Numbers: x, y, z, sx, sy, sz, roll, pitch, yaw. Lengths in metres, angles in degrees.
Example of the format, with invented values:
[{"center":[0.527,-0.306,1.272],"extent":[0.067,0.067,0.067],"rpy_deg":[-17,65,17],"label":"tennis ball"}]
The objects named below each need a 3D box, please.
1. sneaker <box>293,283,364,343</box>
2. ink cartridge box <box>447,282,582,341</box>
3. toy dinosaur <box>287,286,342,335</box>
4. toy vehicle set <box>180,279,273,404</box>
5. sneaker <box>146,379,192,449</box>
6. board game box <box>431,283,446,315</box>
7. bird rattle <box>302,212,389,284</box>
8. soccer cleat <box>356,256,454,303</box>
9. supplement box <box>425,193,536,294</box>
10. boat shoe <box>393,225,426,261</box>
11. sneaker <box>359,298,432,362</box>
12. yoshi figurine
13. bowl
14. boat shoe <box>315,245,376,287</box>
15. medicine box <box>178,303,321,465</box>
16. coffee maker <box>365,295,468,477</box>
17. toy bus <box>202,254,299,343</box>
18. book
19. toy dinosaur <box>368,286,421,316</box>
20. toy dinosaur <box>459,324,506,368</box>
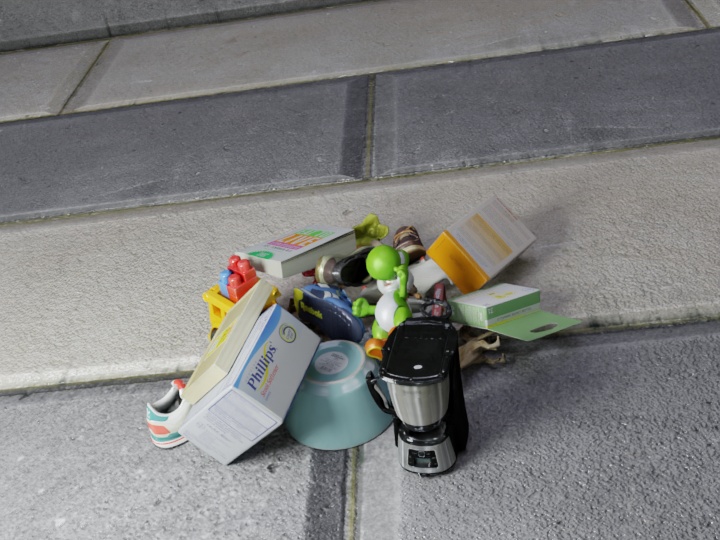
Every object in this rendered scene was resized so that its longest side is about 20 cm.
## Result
[{"center":[-0.043,0.069,1.711],"extent":[0.081,0.075,0.199],"rpy_deg":[-15,28,-31],"label":"sneaker"},{"center":[0.271,0.070,1.688],"extent":[0.144,0.049,0.199],"rpy_deg":[-15,14,-34],"label":"ink cartridge box"},{"center":[-0.089,0.079,1.849],"extent":[0.105,0.061,0.201],"rpy_deg":[13,27,-4],"label":"toy dinosaur"},{"center":[-0.219,0.116,1.575],"extent":[0.124,0.026,0.201],"rpy_deg":[-40,18,44],"label":"toy vehicle set"},{"center":[-0.276,0.221,1.633],"extent":[0.198,0.094,0.070],"rpy_deg":[-27,36,-23],"label":"sneaker"},{"center":[0.138,0.122,1.660],"extent":[0.019,0.104,0.201],"rpy_deg":[-5,34,13],"label":"board game box"},{"center":[-0.022,-0.028,1.908],"extent":[0.197,0.114,0.163],"rpy_deg":[-19,24,-17],"label":"bird rattle"},{"center":[0.088,0.031,1.851],"extent":[0.198,0.079,0.069],"rpy_deg":[-24,-4,3],"label":"soccer cleat"},{"center":[0.235,-0.048,1.848],"extent":[0.126,0.074,0.199],"rpy_deg":[48,47,9],"label":"supplement box"},{"center":[0.088,-0.051,1.875],"extent":[0.071,0.073,0.200],"rpy_deg":[-24,-4,8],"label":"boat shoe"},{"center":[0.037,0.102,1.708],"extent":[0.197,0.117,0.074],"rpy_deg":[-9,36,5],"label":"sneaker"},{"center":[0.043,0.040,1.607],"extent":[0.110,0.113,0.202],"rpy_deg":[4,55,-1],"label":"yoshi figurine"},{"center":[-0.040,0.193,1.602],"extent":[0.197,0.106,0.202],"rpy_deg":[-7,34,5],"label":"bowl"},{"center":[0.000,-0.001,1.759],"extent":[0.065,0.073,0.200],"rpy_deg":[18,16,36],"label":"boat shoe"},{"center":[-0.178,0.185,1.539],"extent":[0.200,0.103,0.183],"rpy_deg":[-39,19,44],"label":"medicine box"},{"center":[0.112,0.184,1.483],"extent":[0.133,0.202,0.192],"rpy_deg":[18,44,33],"label":"coffee maker"},{"center":[-0.193,0.075,1.743],"extent":[0.135,0.194,0.199],"rpy_deg":[-32,40,-33],"label":"toy bus"},{"center":[-0.122,-0.038,1.826],"extent":[0.132,0.049,0.199],"rpy_deg":[13,26,41],"label":"book"},{"center":[0.056,0.062,1.783],"extent":[0.200,0.105,0.061],"rpy_deg":[-37,30,45],"label":"toy dinosaur"},{"center":[0.199,0.144,1.661],"extent":[0.100,0.059,0.200],"rpy_deg":[-10,18,18],"label":"toy dinosaur"}]
